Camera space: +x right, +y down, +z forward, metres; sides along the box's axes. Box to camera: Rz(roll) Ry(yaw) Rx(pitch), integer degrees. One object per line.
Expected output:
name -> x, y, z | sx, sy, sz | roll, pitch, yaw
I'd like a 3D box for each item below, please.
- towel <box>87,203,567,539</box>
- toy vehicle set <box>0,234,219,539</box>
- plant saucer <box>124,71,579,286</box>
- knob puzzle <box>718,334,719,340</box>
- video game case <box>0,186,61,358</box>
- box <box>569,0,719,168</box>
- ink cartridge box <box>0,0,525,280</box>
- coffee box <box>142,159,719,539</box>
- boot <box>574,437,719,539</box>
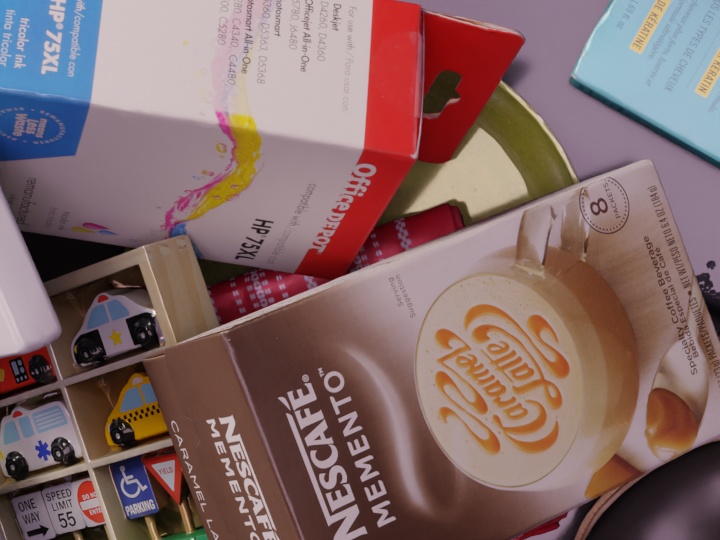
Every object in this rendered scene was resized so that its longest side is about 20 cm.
towel -> -0.027, 0.070, 0.904 | 0.200, 0.022, 0.145 | -20, 91, 6
toy vehicle set -> -0.126, 0.071, 0.888 | 0.200, 0.026, 0.125 | -19, 91, 39
plant saucer -> 0.000, 0.000, 0.924 | 0.199, 0.031, 0.201 | 0, 93, 4
knob puzzle -> 0.211, 0.087, 0.898 | 0.219, 0.030, 0.220 | 6, 111, 16
video game case -> -0.196, -0.055, 0.826 | 0.022, 0.182, 0.200 | -27, 98, -32
box -> 0.191, -0.065, 0.894 | 0.200, 0.049, 0.082 | 29, 95, 3
ink cartridge box -> -0.048, -0.055, 0.824 | 0.199, 0.116, 0.067 | 9, 65, -11
coffee box -> 0.035, 0.047, 0.821 | 0.200, 0.080, 0.115 | -23, 92, -29
boot -> 0.096, 0.157, 0.857 | 0.077, 0.138, 0.200 | 37, 104, 3
